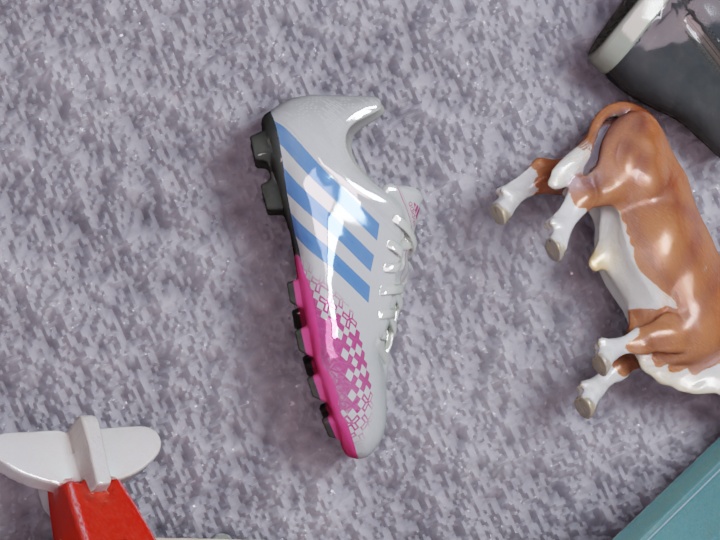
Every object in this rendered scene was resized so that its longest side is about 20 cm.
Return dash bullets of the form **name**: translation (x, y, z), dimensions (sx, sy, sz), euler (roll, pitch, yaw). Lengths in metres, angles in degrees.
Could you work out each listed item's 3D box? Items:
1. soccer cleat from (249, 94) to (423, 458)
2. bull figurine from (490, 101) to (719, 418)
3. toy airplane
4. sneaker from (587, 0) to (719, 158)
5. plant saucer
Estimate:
- **soccer cleat**: translation (0.000, 0.000, 1.218), dimensions (0.086, 0.070, 0.201), euler (-13, 91, -1)
- **bull figurine**: translation (0.160, 0.009, 1.219), dimensions (0.121, 0.065, 0.201), euler (-24, 85, -26)
- **toy airplane**: translation (-0.139, 0.177, 1.182), dimensions (0.199, 0.199, 0.142), euler (25, 124, 6)
- **sneaker**: translation (0.225, -0.163, 1.228), dimensions (0.106, 0.075, 0.200), euler (38, 99, -7)
- **plant saucer**: translation (0.189, 0.142, 1.195), dimensions (0.200, 0.019, 0.070), euler (-36, 93, -39)
